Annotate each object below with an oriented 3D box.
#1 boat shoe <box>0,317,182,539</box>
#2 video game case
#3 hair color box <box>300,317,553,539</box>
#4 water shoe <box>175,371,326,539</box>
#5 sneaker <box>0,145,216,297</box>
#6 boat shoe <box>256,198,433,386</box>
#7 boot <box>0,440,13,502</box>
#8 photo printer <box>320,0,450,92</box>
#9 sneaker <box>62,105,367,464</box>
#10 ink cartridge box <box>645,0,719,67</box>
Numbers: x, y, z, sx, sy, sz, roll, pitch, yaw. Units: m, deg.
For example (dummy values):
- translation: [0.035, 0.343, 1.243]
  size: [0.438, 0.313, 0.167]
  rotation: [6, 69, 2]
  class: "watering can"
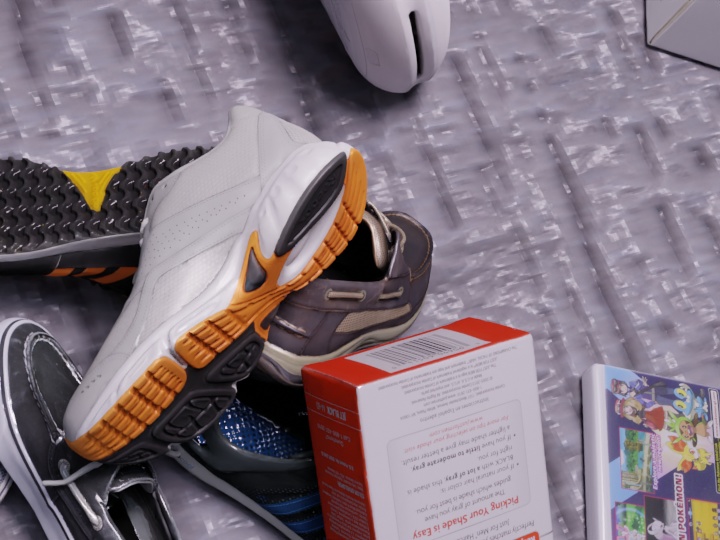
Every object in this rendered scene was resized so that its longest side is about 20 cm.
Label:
- translation: [-0.134, 0.107, 0.725]
  size: [0.073, 0.068, 0.201]
  rotation: [3, 60, -58]
  class: "boat shoe"
- translation: [0.225, 0.169, 0.888]
  size: [0.181, 0.023, 0.202]
  rotation: [12, 62, -17]
  class: "video game case"
- translation: [0.041, 0.137, 0.745]
  size: [0.110, 0.064, 0.202]
  rotation: [-14, 103, -28]
  class: "hair color box"
- translation: [-0.017, 0.114, 0.779]
  size: [0.199, 0.079, 0.072]
  rotation: [26, 58, -9]
  class: "water shoe"
- translation: [-0.153, -0.012, 0.794]
  size: [0.198, 0.090, 0.070]
  rotation: [-5, 50, 3]
  class: "sneaker"
- translation: [0.000, 0.000, 0.810]
  size: [0.074, 0.074, 0.200]
  rotation: [33, 29, 10]
  class: "boat shoe"
- translation: [-0.249, 0.117, 0.673]
  size: [0.199, 0.090, 0.073]
  rotation: [-30, 78, -31]
  class: "boot"
- translation: [-0.005, -0.217, 0.903]
  size: [0.069, 0.167, 0.201]
  rotation: [-26, 75, -3]
  class: "photo printer"
- translation: [-0.086, 0.005, 0.706]
  size: [0.092, 0.076, 0.200]
  rotation: [33, 77, 30]
  class: "sneaker"
- translation: [0.301, -0.256, 1.096]
  size: [0.143, 0.084, 0.202]
  rotation: [14, 60, -17]
  class: "ink cartridge box"
